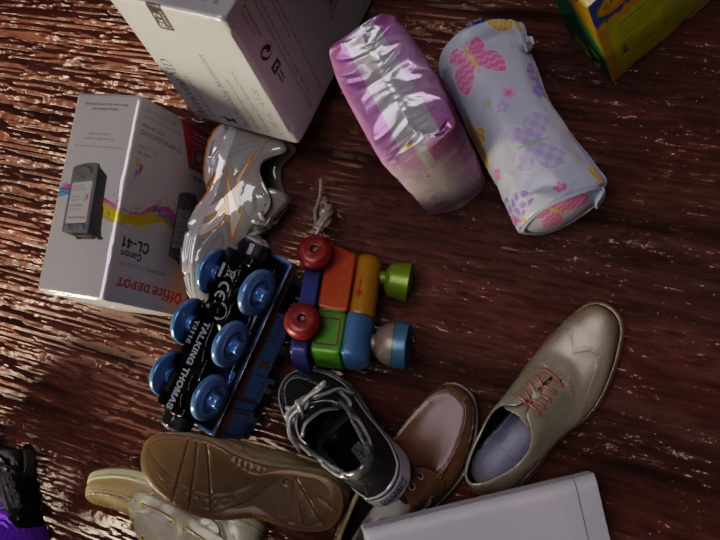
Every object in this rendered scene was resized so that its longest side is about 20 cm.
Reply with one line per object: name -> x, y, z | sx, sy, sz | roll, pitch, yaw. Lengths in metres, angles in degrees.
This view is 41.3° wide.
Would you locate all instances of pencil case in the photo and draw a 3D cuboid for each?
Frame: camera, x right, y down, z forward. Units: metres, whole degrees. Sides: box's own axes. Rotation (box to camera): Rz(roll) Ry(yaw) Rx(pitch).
pencil case -> 0.145, -0.131, 0.870 | 0.090, 0.083, 0.201 | -20, 71, -5

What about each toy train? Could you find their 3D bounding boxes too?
toy train -> 0.000, 0.000, 0.914 | 0.115, 0.085, 0.201 | 6, 64, 6
toy train -> -0.124, 0.066, 0.922 | 0.086, 0.114, 0.201 | 24, 89, 32

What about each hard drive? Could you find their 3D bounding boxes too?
hard drive -> 0.111, 0.253, 0.785 | 0.198, 0.027, 0.133 | -12, 86, -6

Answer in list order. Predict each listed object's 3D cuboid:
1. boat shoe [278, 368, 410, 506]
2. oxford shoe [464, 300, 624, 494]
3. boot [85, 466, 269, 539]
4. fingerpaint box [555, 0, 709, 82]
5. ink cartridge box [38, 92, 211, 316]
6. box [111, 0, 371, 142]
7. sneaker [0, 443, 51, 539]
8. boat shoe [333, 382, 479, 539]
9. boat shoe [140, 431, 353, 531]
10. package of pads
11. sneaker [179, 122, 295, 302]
boat shoe -> -0.033, 0.137, 0.857 | 0.074, 0.068, 0.199 | -48, 37, 3
oxford shoe -> 0.159, 0.113, 0.821 | 0.071, 0.074, 0.201 | 33, 93, 24
boot -> -0.201, 0.280, 0.913 | 0.198, 0.072, 0.156 | 10, 64, 19
fingerpaint box -> 0.259, -0.278, 0.806 | 0.200, 0.167, 0.074 | -40, 68, 11
ink cartridge box -> -0.231, -0.062, 0.972 | 0.085, 0.147, 0.202 | 5, 83, 24
box -> -0.102, -0.265, 0.910 | 0.130, 0.199, 0.201 | 18, 72, 24
sneaker -> -0.373, 0.238, 1.014 | 0.200, 0.070, 0.100 | 39, 93, 23
boat shoe -> 0.042, 0.191, 0.856 | 0.072, 0.068, 0.201 | 29, 91, 24
boat shoe -> -0.106, 0.193, 0.885 | 0.198, 0.064, 0.072 | 14, 96, 11
package of pads -> 0.048, -0.129, 0.845 | 0.075, 0.200, 0.121 | -27, 74, 10
sneaker -> -0.119, -0.052, 0.968 | 0.091, 0.076, 0.202 | 8, 84, 19
